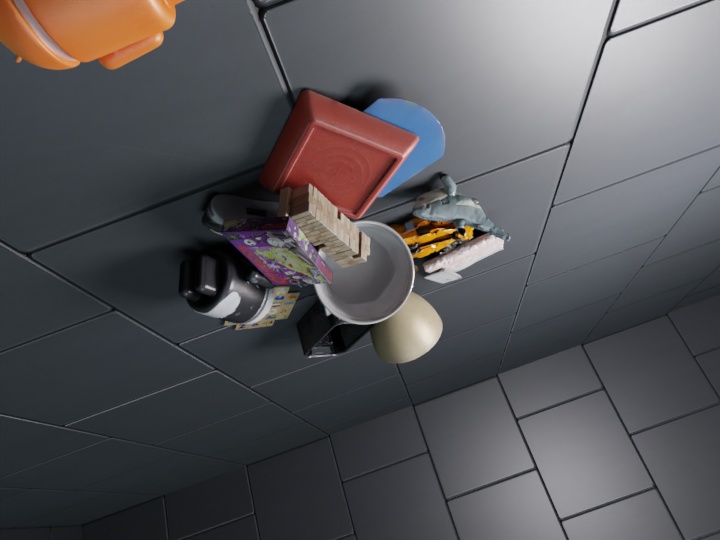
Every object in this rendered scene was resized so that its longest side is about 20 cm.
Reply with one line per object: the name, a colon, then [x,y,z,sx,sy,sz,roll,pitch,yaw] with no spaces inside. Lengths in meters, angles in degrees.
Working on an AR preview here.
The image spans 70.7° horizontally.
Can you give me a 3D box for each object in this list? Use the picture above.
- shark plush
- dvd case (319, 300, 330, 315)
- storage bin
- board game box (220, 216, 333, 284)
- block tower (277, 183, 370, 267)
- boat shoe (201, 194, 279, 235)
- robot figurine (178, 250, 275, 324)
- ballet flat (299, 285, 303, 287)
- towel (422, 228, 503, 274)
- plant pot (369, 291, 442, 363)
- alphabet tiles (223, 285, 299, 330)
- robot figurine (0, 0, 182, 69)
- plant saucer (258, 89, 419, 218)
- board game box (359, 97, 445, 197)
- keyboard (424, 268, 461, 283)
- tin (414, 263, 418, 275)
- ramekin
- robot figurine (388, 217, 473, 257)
shark plush: [0.196,-0.098,1.004,0.199,0.084,0.091,31,141,-14]
dvd case: [-0.032,0.020,1.165,0.150,0.025,0.201,-33,157,-14]
storage bin: [-0.068,0.145,1.349,0.134,0.095,0.200,2,147,-36]
board game box: [-0.135,-0.028,0.867,0.119,0.033,0.200,3,155,20]
block tower: [-0.054,-0.070,0.855,0.057,0.055,0.200,-15,149,29]
boat shoe: [-0.176,-0.076,0.888,0.198,0.074,0.068,5,151,-36]
robot figurine: [-0.256,0.032,0.984,0.200,0.150,0.126,29,90,-55]
ballet flat: [-0.152,-0.024,1.020,0.070,0.071,0.200,-27,152,16]
towel: [0.260,-0.036,1.248,0.199,0.033,0.191,-26,167,12]
plant pot: [0.102,0.128,1.358,0.199,0.201,0.135,-25,119,10]
alphabet tiles: [-0.241,0.093,1.232,0.165,0.006,0.200,-5,150,-26]
robot figurine: [-0.250,-0.257,0.453,0.198,0.118,0.144,-21,-167,3]
plant saucer: [-0.038,-0.162,0.802,0.198,0.037,0.200,15,141,-25]
board game box: [0.033,-0.204,0.818,0.199,0.039,0.157,-31,137,31]
keyboard: [0.211,0.017,1.288,0.056,0.011,0.200,-24,166,18]
tin: [0.059,0.017,1.209,0.199,0.042,0.112,-7,146,-47]
ramekin: [0.000,0.000,1.014,0.198,0.202,0.105,-16,-174,-7]
robot figurine: [0.163,-0.085,1.111,0.198,0.059,0.145,-17,154,-3]
